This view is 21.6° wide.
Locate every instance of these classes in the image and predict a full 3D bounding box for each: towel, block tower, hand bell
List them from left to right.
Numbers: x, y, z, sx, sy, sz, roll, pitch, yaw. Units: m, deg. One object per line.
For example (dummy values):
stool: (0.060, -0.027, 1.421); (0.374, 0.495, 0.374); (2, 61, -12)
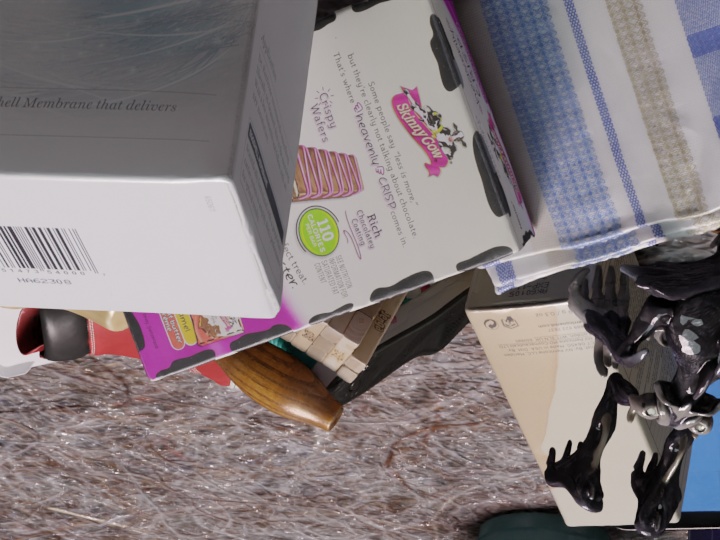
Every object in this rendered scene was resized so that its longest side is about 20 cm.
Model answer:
hand bell: (-0.095, 0.029, 1.045); (0.199, 0.104, 0.104); (33, 158, 12)
block tower: (-0.070, -0.023, 1.008); (0.199, 0.058, 0.054); (32, 155, -3)
towel: (0.116, -0.080, 0.899); (0.199, 0.148, 0.024); (-17, -175, 39)

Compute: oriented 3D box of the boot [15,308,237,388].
boot: (-0.140, 0.037, 1.200); (0.143, 0.073, 0.200); (-14, 160, 0)

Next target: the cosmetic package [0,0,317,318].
cosmetic package: (-0.127, -0.099, 0.809); (0.197, 0.202, 0.123); (2, 153, 9)

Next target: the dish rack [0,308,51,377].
dish rack: (-0.231, 0.023, 1.282); (0.199, 0.044, 0.171); (-12, 150, 36)

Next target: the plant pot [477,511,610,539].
plant pot: (0.158, 0.292, 1.655); (0.198, 0.135, 0.201); (5, 154, 2)

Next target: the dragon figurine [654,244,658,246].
dragon figurine: (0.117, -0.061, 1.002); (0.098, 0.059, 0.200); (5, 156, 2)

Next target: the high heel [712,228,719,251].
high heel: (0.187, -0.020, 0.999); (0.141, 0.072, 0.201); (-17, 150, -25)

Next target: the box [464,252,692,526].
box: (0.137, 0.057, 1.138); (0.077, 0.095, 0.201); (-6, 131, 25)

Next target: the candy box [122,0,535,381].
candy box: (-0.031, -0.044, 0.921); (0.198, 0.138, 0.061); (-19, -176, 16)

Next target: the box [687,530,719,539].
box: (0.370, 0.273, 1.549); (0.198, 0.149, 0.104); (-4, 153, 20)

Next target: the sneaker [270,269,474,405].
sneaker: (0.000, 0.000, 1.127); (0.199, 0.121, 0.084); (-25, 157, -52)

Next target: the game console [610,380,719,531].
game console: (0.232, 0.085, 1.216); (0.198, 0.119, 0.171); (-5, 153, 22)

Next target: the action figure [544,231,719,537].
action figure: (0.159, 0.036, 0.946); (0.118, 0.103, 0.201); (12, 129, -15)
